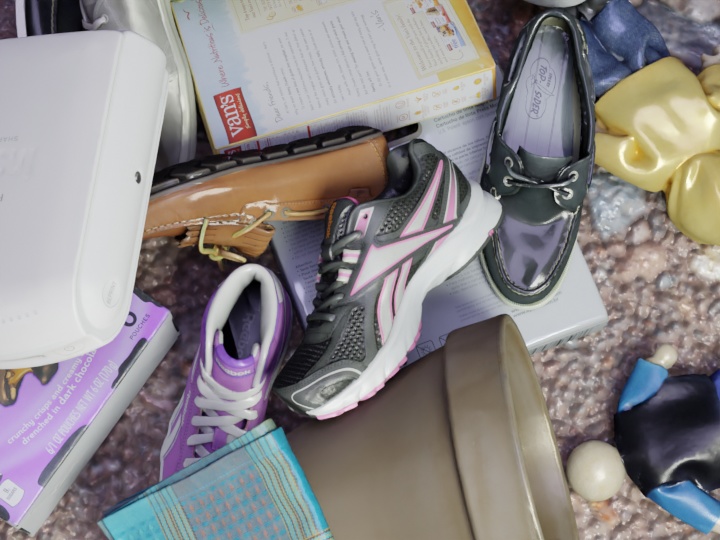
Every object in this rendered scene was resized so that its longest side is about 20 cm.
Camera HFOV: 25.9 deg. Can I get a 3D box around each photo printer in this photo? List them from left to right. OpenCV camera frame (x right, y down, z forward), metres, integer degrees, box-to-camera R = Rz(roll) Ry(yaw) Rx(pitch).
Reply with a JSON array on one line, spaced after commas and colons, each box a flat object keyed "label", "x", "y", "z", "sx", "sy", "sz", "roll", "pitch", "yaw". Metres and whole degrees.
[{"label": "photo printer", "x": -0.206, "y": -0.041, "z": 0.953, "sx": 0.164, "sy": 0.069, "sz": 0.203, "roll": 0, "pitch": 72, "yaw": 28}]

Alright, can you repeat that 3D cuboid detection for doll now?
[{"label": "doll", "x": 0.232, "y": 0.112, "z": 1.038, "sx": 0.197, "sy": 0.049, "sz": 0.138, "roll": -15, "pitch": 76, "yaw": -6}]

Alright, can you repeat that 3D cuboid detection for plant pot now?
[{"label": "plant pot", "x": 0.035, "y": 0.144, "z": 0.966, "sx": 0.171, "sy": 0.200, "sz": 0.203, "roll": -14, "pitch": 76, "yaw": 11}]

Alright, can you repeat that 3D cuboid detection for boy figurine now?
[{"label": "boy figurine", "x": 0.209, "y": -0.108, "z": 1.085, "sx": 0.124, "sy": 0.064, "sz": 0.201, "roll": -34, "pitch": 80, "yaw": -8}]

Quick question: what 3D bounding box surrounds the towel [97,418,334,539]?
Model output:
[{"label": "towel", "x": -0.064, "y": 0.205, "z": 0.919, "sx": 0.146, "sy": 0.022, "sz": 0.202, "roll": -30, "pitch": 79, "yaw": 26}]

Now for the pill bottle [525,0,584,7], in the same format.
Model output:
[{"label": "pill bottle", "x": 0.156, "y": -0.286, "z": 1.087, "sx": 0.112, "sy": 0.113, "sz": 0.202, "roll": 22, "pitch": 65, "yaw": 4}]

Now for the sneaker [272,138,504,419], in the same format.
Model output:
[{"label": "sneaker", "x": 0.000, "y": 0.000, "z": 0.974, "sx": 0.086, "sy": 0.080, "sz": 0.201, "roll": 48, "pitch": 61, "yaw": -21}]

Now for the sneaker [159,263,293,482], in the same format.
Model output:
[{"label": "sneaker", "x": -0.091, "y": 0.093, "z": 0.999, "sx": 0.072, "sy": 0.114, "sz": 0.203, "roll": 9, "pitch": 80, "yaw": 0}]

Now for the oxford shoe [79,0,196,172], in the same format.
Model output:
[{"label": "oxford shoe", "x": -0.156, "y": -0.155, "z": 1.060, "sx": 0.057, "sy": 0.075, "sz": 0.203, "roll": -18, "pitch": 102, "yaw": -34}]

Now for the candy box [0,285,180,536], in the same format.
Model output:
[{"label": "candy box", "x": -0.248, "y": 0.046, "z": 1.028, "sx": 0.199, "sy": 0.072, "sz": 0.169, "roll": 34, "pitch": 77, "yaw": 7}]

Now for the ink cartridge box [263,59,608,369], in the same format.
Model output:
[{"label": "ink cartridge box", "x": 0.042, "y": -0.020, "z": 1.069, "sx": 0.197, "sy": 0.041, "sz": 0.202, "roll": -19, "pitch": 76, "yaw": -6}]

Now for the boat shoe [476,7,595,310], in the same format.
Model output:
[{"label": "boat shoe", "x": 0.118, "y": -0.077, "z": 1.025, "sx": 0.073, "sy": 0.066, "sz": 0.202, "roll": 13, "pitch": 81, "yaw": 3}]

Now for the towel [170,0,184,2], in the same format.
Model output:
[{"label": "towel", "x": -0.083, "y": -0.270, "z": 1.087, "sx": 0.036, "sy": 0.148, "sz": 0.202, "roll": 36, "pitch": 74, "yaw": -30}]

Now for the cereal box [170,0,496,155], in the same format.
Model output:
[{"label": "cereal box", "x": -0.021, "y": -0.152, "z": 1.080, "sx": 0.197, "sy": 0.040, "sz": 0.145, "roll": -16, "pitch": 55, "yaw": -4}]

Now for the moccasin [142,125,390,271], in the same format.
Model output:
[{"label": "moccasin", "x": -0.074, "y": -0.038, "z": 1.008, "sx": 0.199, "sy": 0.074, "sz": 0.079, "roll": -14, "pitch": 103, "yaw": -20}]

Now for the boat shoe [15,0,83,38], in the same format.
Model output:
[{"label": "boat shoe", "x": -0.203, "y": -0.210, "z": 1.094, "sx": 0.067, "sy": 0.072, "sz": 0.203, "roll": 2, "pitch": 74, "yaw": 3}]
